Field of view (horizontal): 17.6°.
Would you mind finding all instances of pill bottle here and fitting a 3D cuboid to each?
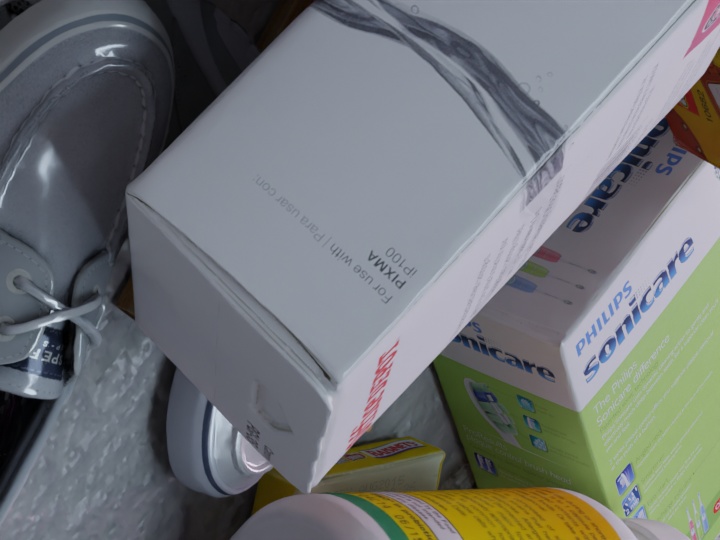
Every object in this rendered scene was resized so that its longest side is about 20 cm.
[{"bbox_3d":[0.047,0.141,0.899,0.199,0.113,0.114,4,104,-43],"label":"pill bottle"}]

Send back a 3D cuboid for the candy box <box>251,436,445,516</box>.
[{"bbox_3d":[-0.022,0.170,0.959,0.102,0.026,0.201,-4,111,-51],"label":"candy box"}]

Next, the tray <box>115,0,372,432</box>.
[{"bbox_3d":[0.005,-0.053,0.815,0.201,0.098,0.037,-62,147,-9],"label":"tray"}]

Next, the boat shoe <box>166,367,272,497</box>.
[{"bbox_3d":[0.000,0.000,0.865,0.201,0.065,0.074,-61,145,-12],"label":"boat shoe"}]

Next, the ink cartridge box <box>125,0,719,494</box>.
[{"bbox_3d":[0.026,-0.044,0.689,0.200,0.083,0.147,-46,172,-15],"label":"ink cartridge box"}]

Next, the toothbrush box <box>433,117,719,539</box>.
[{"bbox_3d":[0.114,0.035,1.022,0.146,0.086,0.201,-49,142,-25],"label":"toothbrush box"}]

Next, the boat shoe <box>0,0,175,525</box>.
[{"bbox_3d":[-0.105,0.014,0.680,0.072,0.069,0.201,19,113,-40],"label":"boat shoe"}]

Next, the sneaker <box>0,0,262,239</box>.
[{"bbox_3d":[-0.092,-0.074,0.693,0.082,0.075,0.200,-53,139,-10],"label":"sneaker"}]

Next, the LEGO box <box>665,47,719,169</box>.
[{"bbox_3d":[0.162,-0.151,0.831,0.149,0.077,0.201,-34,125,-15],"label":"LEGO box"}]
